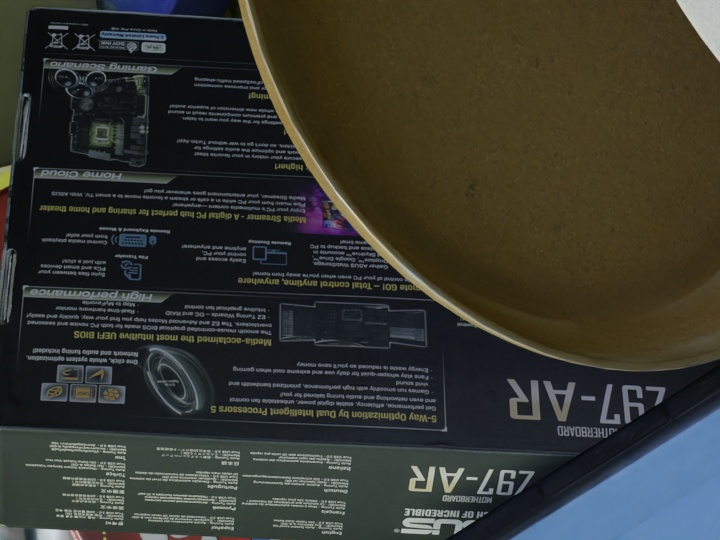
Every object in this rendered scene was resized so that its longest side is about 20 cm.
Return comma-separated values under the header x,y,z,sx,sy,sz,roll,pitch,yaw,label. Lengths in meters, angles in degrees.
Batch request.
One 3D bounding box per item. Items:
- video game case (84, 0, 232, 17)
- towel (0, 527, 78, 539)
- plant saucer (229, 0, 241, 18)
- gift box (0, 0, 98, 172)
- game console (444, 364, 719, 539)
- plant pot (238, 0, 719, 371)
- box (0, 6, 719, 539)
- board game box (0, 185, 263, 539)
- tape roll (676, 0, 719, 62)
x,y,z,sx,sy,sz,roll,pitch,yaw,label
-0.107,-0.162,0.939,0.181,0.045,0.201,36,112,17,video game case
-0.118,0.092,0.945,0.171,0.048,0.201,164,103,-81,towel
0.018,-0.129,0.911,0.199,0.031,0.201,-3,86,42,plant saucer
-0.190,-0.077,0.864,0.184,0.187,0.201,-18,90,29,gift box
0.066,0.068,0.623,0.200,0.118,0.171,-33,41,5,game console
0.049,-0.070,0.703,0.027,0.199,0.201,-26,70,53,plant pot
0.000,0.000,0.785,0.044,0.199,0.161,98,173,-48,box
-0.045,0.054,0.866,0.201,0.103,0.019,63,168,-8,board game box
0.153,-0.060,0.677,0.037,0.202,0.203,-50,58,31,tape roll
